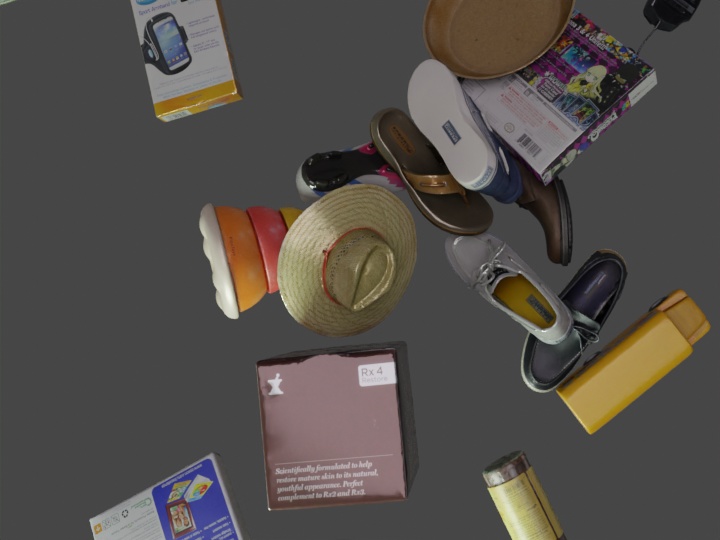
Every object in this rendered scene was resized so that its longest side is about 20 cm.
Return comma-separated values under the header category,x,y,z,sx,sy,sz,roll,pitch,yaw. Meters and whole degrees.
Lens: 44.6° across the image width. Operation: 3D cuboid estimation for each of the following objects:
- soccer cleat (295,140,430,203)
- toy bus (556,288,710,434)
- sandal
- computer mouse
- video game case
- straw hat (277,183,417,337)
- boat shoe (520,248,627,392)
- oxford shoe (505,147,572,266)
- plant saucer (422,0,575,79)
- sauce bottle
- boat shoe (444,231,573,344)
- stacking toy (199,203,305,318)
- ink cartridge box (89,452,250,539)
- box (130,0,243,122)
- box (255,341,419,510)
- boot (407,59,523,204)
category,x,y,z,sx,sy,sz,roll,pitch,yaw
soccer cleat,0.009,-0.127,1.134,0.195,0.086,0.071,-8,75,-17
toy bus,0.334,0.109,1.071,0.199,0.078,0.065,-40,84,4
sandal,0.089,-0.124,1.080,0.080,0.054,0.201,-40,89,-28
computer mouse,0.368,-0.302,1.113,0.058,0.034,0.202,33,97,-9
video game case,0.228,-0.230,1.078,0.181,0.036,0.201,-42,56,4
straw hat,0.000,0.000,1.070,0.197,0.085,0.206,-7,109,-21
boat shoe,0.265,0.061,1.091,0.074,0.062,0.202,34,93,6
oxford shoe,0.217,-0.097,1.103,0.083,0.073,0.204,-16,74,9
plant saucer,0.175,-0.318,1.101,0.196,0.035,0.205,-11,63,22
sauce bottle,0.219,0.328,1.084,0.064,0.065,0.203,-25,84,5
boat shoe,0.169,0.010,1.067,0.075,0.086,0.202,-47,62,7
stacking toy,-0.099,-0.031,1.125,0.195,0.146,0.150,-14,86,-11
ink cartridge box,-0.234,0.370,1.122,0.195,0.047,0.203,-27,66,4
box,-0.237,-0.316,1.183,0.116,0.041,0.205,-14,84,7
box,-0.021,0.178,1.053,0.162,0.200,0.169,-5,87,7
boot,0.125,-0.165,1.064,0.072,0.090,0.203,-38,53,25
